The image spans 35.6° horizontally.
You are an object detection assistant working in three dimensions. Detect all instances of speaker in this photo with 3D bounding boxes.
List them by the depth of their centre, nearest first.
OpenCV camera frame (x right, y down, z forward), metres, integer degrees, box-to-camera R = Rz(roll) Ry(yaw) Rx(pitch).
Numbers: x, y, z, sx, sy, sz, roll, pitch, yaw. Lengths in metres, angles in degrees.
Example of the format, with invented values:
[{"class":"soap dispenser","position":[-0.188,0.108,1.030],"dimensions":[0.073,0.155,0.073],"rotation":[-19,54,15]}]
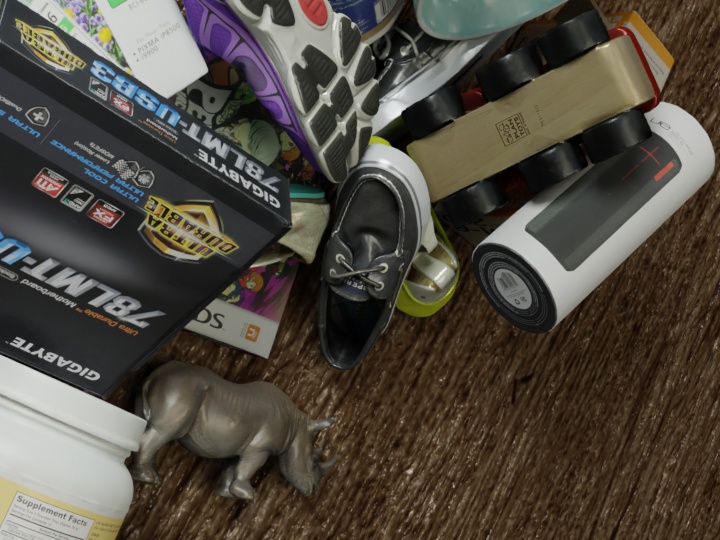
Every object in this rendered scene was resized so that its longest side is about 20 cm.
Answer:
[{"class":"speaker","position":[0.177,-0.043,0.837],"dimensions":[0.200,0.081,0.082],"rotation":[-39,117,-25]}]

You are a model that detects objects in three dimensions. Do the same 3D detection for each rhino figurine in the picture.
[{"class":"rhino figurine","position":[-0.086,0.123,0.821],"dimensions":[0.199,0.059,0.088],"rotation":[20,72,-41]}]

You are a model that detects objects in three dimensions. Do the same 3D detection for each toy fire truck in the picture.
[{"class":"toy fire truck","position":[0.138,-0.136,0.856],"dimensions":[0.130,0.175,0.200],"rotation":[64,28,-1]}]

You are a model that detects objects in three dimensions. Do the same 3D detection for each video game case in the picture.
[{"class":"video game case","position":[-0.110,-0.058,0.795],"dimensions":[0.180,0.036,0.202],"rotation":[25,80,-38]}]

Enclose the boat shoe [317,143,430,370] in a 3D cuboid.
[{"class":"boat shoe","position":[0.000,0.000,0.813],"dimensions":[0.069,0.201,0.067],"rotation":[21,49,3]}]

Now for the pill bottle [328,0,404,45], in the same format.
[{"class":"pill bottle","position":[-0.030,-0.234,0.728],"dimensions":[0.112,0.110,0.200],"rotation":[-64,167,-13]}]

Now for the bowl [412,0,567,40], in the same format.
[{"class":"bowl","position":[0.106,-0.258,0.764],"dimensions":[0.200,0.201,0.106],"rotation":[-17,76,-35]}]

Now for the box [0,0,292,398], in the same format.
[{"class":"box","position":[-0.175,-0.028,0.654],"dimensions":[0.199,0.198,0.050],"rotation":[32,31,-32]}]

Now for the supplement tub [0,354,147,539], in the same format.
[{"class":"supplement tub","position":[-0.223,0.158,0.664],"dimensions":[0.145,0.145,0.202],"rotation":[31,76,-36]}]

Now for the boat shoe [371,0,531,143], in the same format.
[{"class":"boat shoe","position":[0.045,-0.167,0.875],"dimensions":[0.199,0.074,0.068],"rotation":[-42,84,3]}]

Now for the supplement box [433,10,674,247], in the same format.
[{"class":"supplement box","position":[0.162,-0.113,0.945],"dimensions":[0.073,0.125,0.201],"rotation":[36,73,-36]}]

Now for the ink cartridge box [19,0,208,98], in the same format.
[{"class":"ink cartridge box","position":[-0.180,-0.178,0.650],"dimensions":[0.109,0.050,0.201],"rotation":[-40,121,-29]}]

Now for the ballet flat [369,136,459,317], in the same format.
[{"class":"ballet flat","position":[0.041,-0.020,0.871],"dimensions":[0.067,0.067,0.201],"rotation":[-44,135,-15]}]

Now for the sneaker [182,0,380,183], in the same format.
[{"class":"sneaker","position":[-0.055,-0.143,0.704],"dimensions":[0.081,0.083,0.201],"rotation":[-54,129,-30]}]

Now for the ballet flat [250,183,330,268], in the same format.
[{"class":"ballet flat","position":[-0.101,-0.032,0.743],"dimensions":[0.199,0.067,0.063],"rotation":[5,103,-39]}]
